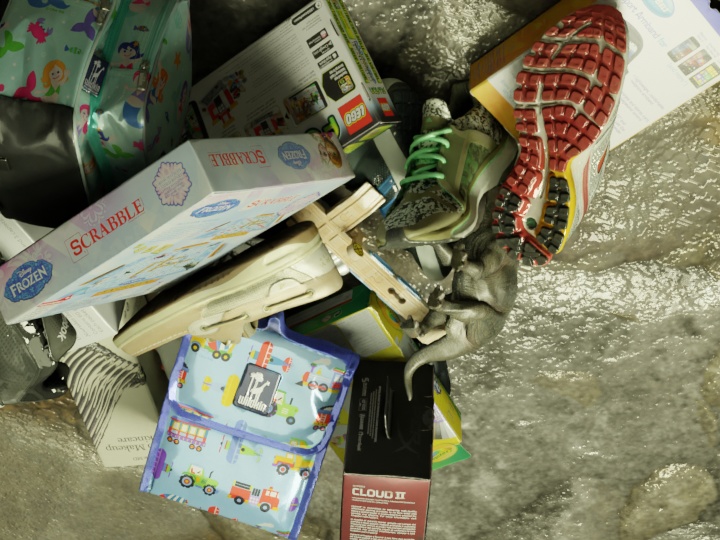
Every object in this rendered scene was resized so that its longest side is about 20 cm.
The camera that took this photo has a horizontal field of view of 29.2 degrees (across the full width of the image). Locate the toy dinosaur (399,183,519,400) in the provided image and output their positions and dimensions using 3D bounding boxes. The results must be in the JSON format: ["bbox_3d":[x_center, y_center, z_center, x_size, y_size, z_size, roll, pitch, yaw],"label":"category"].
[{"bbox_3d":[0.093,0.019,1.125,0.101,0.077,0.202,12,95,-33],"label":"toy dinosaur"}]

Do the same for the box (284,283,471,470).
[{"bbox_3d":[0.011,0.114,1.264,0.116,0.049,0.201,-23,118,19],"label":"box"}]

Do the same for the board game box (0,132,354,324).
[{"bbox_3d":[-0.131,-0.033,0.989,0.198,0.200,0.041,-29,83,26],"label":"board game box"}]

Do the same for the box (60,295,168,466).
[{"bbox_3d":[-0.229,0.094,1.299,0.081,0.069,0.201,-6,131,10],"label":"box"}]

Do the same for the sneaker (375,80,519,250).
[{"bbox_3d":[0.055,-0.083,1.053,0.076,0.200,0.089,-9,115,30],"label":"sneaker"}]

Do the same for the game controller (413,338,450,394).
[{"bbox_3d":[-0.014,0.107,1.324,0.197,0.043,0.105,-5,146,9],"label":"game controller"}]

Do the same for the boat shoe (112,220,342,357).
[{"bbox_3d":[-0.108,0.030,1.107,0.198,0.072,0.065,-26,104,16],"label":"boat shoe"}]

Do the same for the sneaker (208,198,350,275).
[{"bbox_3d":[-0.099,-0.010,1.208,0.198,0.075,0.082,-26,113,16],"label":"sneaker"}]

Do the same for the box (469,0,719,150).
[{"bbox_3d":[0.195,-0.163,1.059,0.199,0.042,0.119,-34,122,26],"label":"box"}]

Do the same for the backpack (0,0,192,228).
[{"bbox_3d":[-0.196,-0.147,0.988,0.149,0.202,0.178,4,157,-3],"label":"backpack"}]

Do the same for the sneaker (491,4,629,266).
[{"bbox_3d":[0.154,-0.107,1.045,0.077,0.082,0.202,27,120,19],"label":"sneaker"}]

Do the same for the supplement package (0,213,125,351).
[{"bbox_3d":[-0.311,-0.016,1.150,0.198,0.152,0.152,-20,129,21],"label":"supplement package"}]

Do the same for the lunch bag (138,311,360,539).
[{"bbox_3d":[-0.093,0.115,1.209,0.149,0.094,0.202,18,121,-3],"label":"lunch bag"}]

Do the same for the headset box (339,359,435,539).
[{"bbox_3d":[0.023,0.185,1.194,0.074,0.149,0.202,4,126,2],"label":"headset box"}]

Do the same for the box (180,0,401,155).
[{"bbox_3d":[-0.075,-0.115,1.081,0.199,0.035,0.111,-29,83,27],"label":"box"}]

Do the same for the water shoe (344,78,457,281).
[{"bbox_3d":[0.030,-0.078,1.142,0.078,0.072,0.201,7,136,32],"label":"water shoe"}]

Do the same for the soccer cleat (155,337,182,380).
[{"bbox_3d":[-0.137,0.131,1.316,0.077,0.069,0.201,18,140,36],"label":"soccer cleat"}]

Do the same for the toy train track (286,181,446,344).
[{"bbox_3d":[0.000,0.000,1.138,0.114,0.033,0.200,-35,116,30],"label":"toy train track"}]

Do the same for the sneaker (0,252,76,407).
[{"bbox_3d":[-0.263,0.034,1.048,0.089,0.067,0.201,0,136,0],"label":"sneaker"}]
